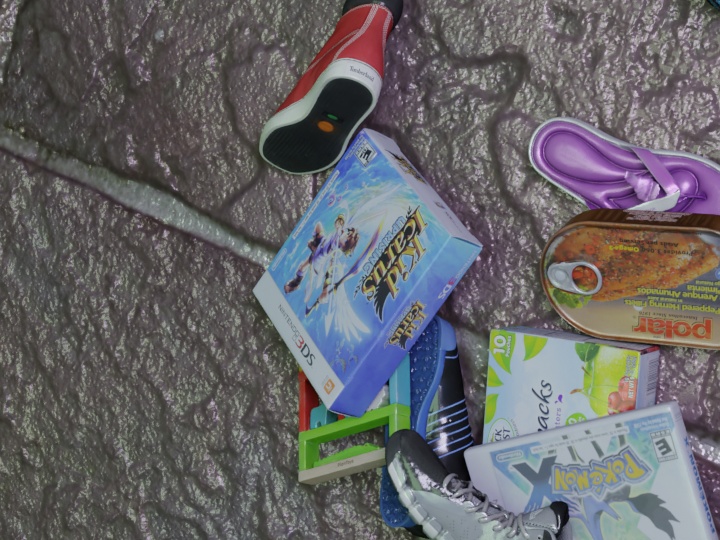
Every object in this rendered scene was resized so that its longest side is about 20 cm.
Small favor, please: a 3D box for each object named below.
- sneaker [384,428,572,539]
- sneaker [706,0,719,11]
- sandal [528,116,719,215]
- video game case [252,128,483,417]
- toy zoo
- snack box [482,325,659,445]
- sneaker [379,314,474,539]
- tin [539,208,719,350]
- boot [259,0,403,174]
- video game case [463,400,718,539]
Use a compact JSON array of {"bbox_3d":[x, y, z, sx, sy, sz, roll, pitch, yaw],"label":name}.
[{"bbox_3d":[0.114,0.201,1.223,0.115,0.075,0.200,-34,89,27],"label":"sneaker"},{"bbox_3d":[0.286,-0.307,1.169,0.073,0.082,0.201,-14,83,33],"label":"sneaker"},{"bbox_3d":[0.225,-0.071,1.234,0.202,0.050,0.083,22,104,29],"label":"sandal"},{"bbox_3d":[0.000,0.000,1.335,0.200,0.045,0.181,-55,44,18],"label":"video game case"},{"bbox_3d":[-0.008,0.089,1.362,0.131,0.020,0.201,-22,59,41],"label":"toy zoo"},{"bbox_3d":[0.178,0.156,1.271,0.142,0.053,0.201,7,98,32],"label":"snack box"},{"bbox_3d":[0.069,0.144,1.334,0.070,0.078,0.201,-10,65,50],"label":"sneaker"},{"bbox_3d":[0.247,0.006,1.211,0.199,0.042,0.112,6,116,30],"label":"tin"},{"bbox_3d":[-0.024,-0.185,1.380,0.200,0.072,0.145,-39,29,54],"label":"boot"},{"bbox_3d":[0.197,0.218,1.221,0.199,0.022,0.183,-18,87,32],"label":"video game case"}]
